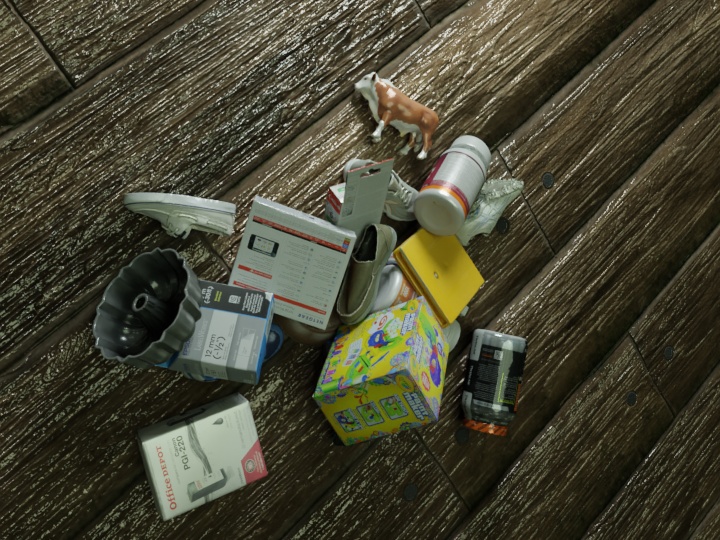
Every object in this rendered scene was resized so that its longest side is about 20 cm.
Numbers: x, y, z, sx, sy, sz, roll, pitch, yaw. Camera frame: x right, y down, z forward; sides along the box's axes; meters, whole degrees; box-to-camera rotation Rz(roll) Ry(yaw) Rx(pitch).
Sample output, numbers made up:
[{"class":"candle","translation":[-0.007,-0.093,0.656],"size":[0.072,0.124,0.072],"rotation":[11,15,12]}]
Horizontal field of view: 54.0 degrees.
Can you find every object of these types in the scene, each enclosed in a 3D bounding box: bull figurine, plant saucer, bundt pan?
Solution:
[{"class":"bull figurine","translation":[0.070,-0.307,1.408],"size":[0.195,0.065,0.125],"rotation":[20,87,-22]},{"class":"plant saucer","translation":[-0.075,0.045,1.362],"size":[0.195,0.036,0.208],"rotation":[0,91,-25]},{"class":"bundt pan","translation":[-0.338,0.070,1.159],"size":[0.205,0.199,0.076],"rotation":[-57,139,-13]}]

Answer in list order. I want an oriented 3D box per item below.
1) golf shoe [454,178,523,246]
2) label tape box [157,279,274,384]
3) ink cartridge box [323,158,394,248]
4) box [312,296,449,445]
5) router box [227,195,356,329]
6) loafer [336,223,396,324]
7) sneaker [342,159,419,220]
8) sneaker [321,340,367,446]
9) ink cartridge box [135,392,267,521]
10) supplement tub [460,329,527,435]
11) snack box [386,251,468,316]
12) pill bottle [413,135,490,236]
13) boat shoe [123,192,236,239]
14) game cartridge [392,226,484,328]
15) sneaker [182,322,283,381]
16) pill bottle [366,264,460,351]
[{"class":"golf shoe","translation":[0.271,-0.128,1.517],"size":[0.196,0.078,0.099],"rotation":[-28,121,-18]},{"class":"label tape box","translation":[-0.254,0.099,1.198],"size":[0.194,0.067,0.147],"rotation":[11,61,-2]},{"class":"ink cartridge box","translation":[-0.009,-0.127,1.310],"size":[0.107,0.051,0.203],"rotation":[-20,142,-30]},{"class":"box","translation":[0.043,0.177,1.261],"size":[0.124,0.189,0.202],"rotation":[57,29,-23]},{"class":"router box","translation":[-0.126,-0.013,1.271],"size":[0.195,0.049,0.184],"rotation":[19,102,-9]},{"class":"loafer","translation":[0.000,0.000,1.324],"size":[0.069,0.074,0.205],"rotation":[32,76,-52]},{"class":"sneaker","translation":[0.062,-0.156,1.391],"size":[0.196,0.091,0.078],"rotation":[24,80,-25]},{"class":"sneaker","translation":[-0.046,0.238,1.355],"size":[0.073,0.080,0.206],"rotation":[-5,76,-65]},{"class":"ink cartridge box","translation":[-0.279,0.323,1.243],"size":[0.195,0.084,0.150],"rotation":[-18,99,-22]},{"class":"supplement tub","translation":[0.279,0.234,1.490],"size":[0.119,0.122,0.207],"rotation":[14,85,-25]},{"class":"snack box","translation":[0.130,0.029,1.440],"size":[0.198,0.071,0.025],"rotation":[38,76,-22]},{"class":"pill bottle","translation":[0.189,-0.174,1.418],"size":[0.110,0.108,0.202],"rotation":[47,51,-19]},{"class":"boat shoe","translation":[-0.312,-0.091,1.228],"size":[0.195,0.070,0.072],"rotation":[6,86,-32]},{"class":"game cartridge","translation":[0.160,-0.004,1.413],"size":[0.179,0.032,0.199],"rotation":[56,36,-3]},{"class":"sneaker","translation":[-0.222,0.151,1.268],"size":[0.196,0.082,0.076],"rotation":[-20,98,-26]},{"class":"pill bottle","translation":[0.105,0.087,1.404],"size":[0.198,0.111,0.114],"rotation":[35,77,-26]}]
